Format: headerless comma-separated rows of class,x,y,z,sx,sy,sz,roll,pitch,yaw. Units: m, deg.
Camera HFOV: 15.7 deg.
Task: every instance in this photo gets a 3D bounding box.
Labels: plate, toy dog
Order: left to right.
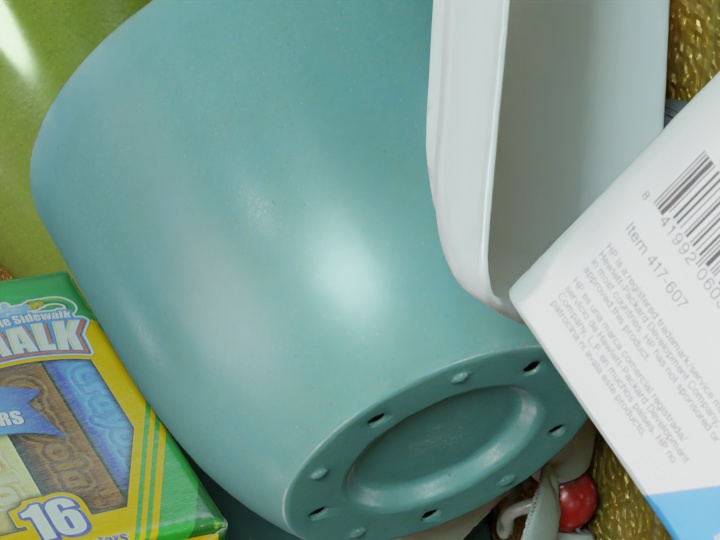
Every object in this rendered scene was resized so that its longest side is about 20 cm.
toy dog,0.054,0.132,1.044,0.132,0.096,0.202,-24,80,65
plate,0.059,-0.073,0.805,0.199,0.032,0.202,30,-118,-69

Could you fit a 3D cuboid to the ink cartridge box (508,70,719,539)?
ink cartridge box,0.157,-0.003,0.665,0.200,0.084,0.146,-46,63,28

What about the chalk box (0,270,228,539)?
chalk box,-0.152,0.087,0.997,0.200,0.123,0.125,54,143,41

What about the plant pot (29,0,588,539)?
plant pot,0.000,0.000,0.948,0.162,0.199,0.201,63,152,29

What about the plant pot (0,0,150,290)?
plant pot,-0.147,-0.073,1.320,0.201,0.186,0.187,58,153,6

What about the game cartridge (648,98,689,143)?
game cartridge,0.149,0.030,0.866,0.200,0.041,0.134,33,135,57

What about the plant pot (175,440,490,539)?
plant pot,-0.049,0.138,1.161,0.200,0.187,0.202,38,134,54
